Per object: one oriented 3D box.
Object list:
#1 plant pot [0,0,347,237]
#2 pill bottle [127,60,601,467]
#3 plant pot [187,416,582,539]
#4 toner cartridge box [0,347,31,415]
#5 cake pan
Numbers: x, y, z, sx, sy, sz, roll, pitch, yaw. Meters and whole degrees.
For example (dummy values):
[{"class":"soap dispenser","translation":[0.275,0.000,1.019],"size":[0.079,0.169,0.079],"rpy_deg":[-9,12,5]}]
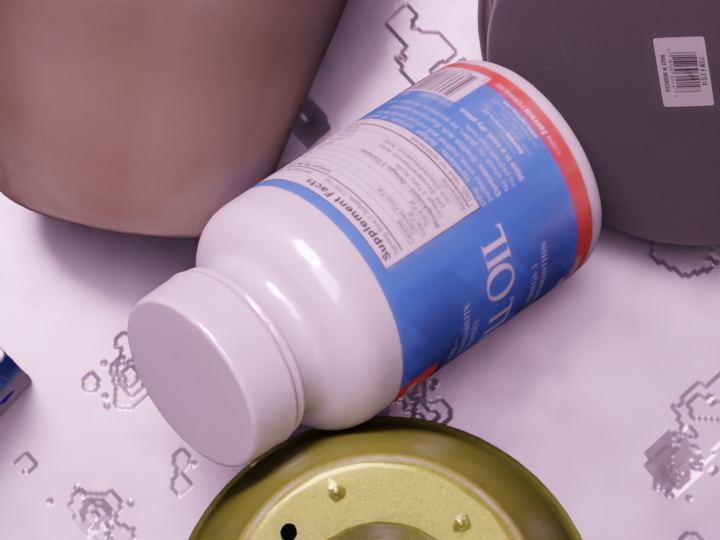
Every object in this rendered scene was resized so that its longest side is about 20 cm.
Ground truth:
[{"class":"plant pot","translation":[-0.094,-0.112,1.305],"size":[0.200,0.200,0.174],"rpy_deg":[11,104,3]},{"class":"pill bottle","translation":[0.000,0.000,1.283],"size":[0.200,0.112,0.112],"rpy_deg":[-34,81,-29]},{"class":"plant pot","translation":[0.010,0.149,1.252],"size":[0.200,0.193,0.201],"rpy_deg":[0,80,1]},{"class":"toner cartridge box","translation":[-0.233,0.103,1.313],"size":[0.043,0.095,0.200],"rpy_deg":[42,84,6]},{"class":"cake pan","translation":[0.143,-0.094,1.305],"size":[0.200,0.037,0.201],"rpy_deg":[9,123,15]}]
